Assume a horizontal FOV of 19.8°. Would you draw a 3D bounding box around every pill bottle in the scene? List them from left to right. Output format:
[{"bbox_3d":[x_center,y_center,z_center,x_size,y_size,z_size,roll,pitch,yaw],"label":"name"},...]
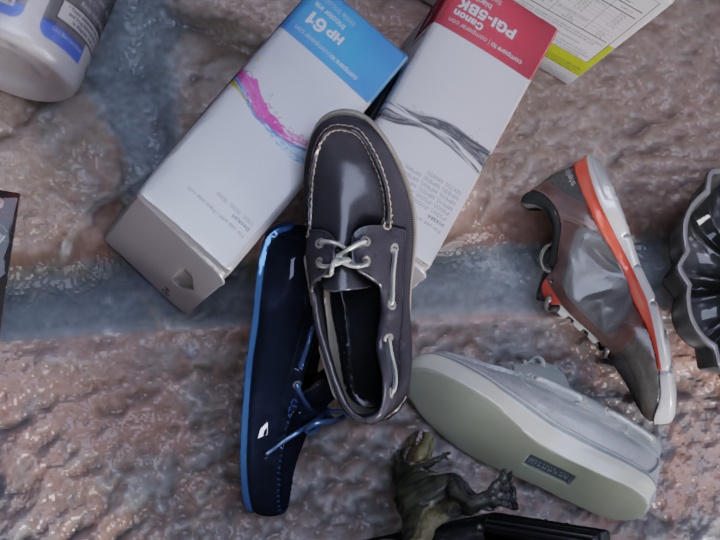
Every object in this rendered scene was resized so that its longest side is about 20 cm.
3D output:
[{"bbox_3d":[-0.209,-0.228,1.404,0.113,0.114,0.202,24,72,-10],"label":"pill bottle"}]

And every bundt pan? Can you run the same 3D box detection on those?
[{"bbox_3d":[0.311,0.010,1.524,0.200,0.076,0.204,4,76,-16],"label":"bundt pan"}]

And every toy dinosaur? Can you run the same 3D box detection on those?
[{"bbox_3d":[0.058,0.151,1.362,0.087,0.200,0.048,-9,101,7],"label":"toy dinosaur"}]

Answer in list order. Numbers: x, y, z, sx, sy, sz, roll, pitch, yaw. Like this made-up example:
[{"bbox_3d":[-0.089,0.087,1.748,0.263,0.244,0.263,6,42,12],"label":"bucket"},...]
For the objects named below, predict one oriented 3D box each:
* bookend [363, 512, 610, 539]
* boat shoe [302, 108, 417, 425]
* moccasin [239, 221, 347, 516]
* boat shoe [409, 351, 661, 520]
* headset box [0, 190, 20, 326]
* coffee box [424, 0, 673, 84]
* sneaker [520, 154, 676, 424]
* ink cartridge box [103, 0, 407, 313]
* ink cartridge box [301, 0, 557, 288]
[{"bbox_3d":[0.040,0.225,1.327,0.198,0.199,0.093,-10,90,-17],"label":"bookend"},{"bbox_3d":[0.000,0.000,1.303,0.072,0.063,0.202,-4,100,8],"label":"boat shoe"},{"bbox_3d":[-0.041,0.072,1.370,0.067,0.081,0.202,7,109,4],"label":"moccasin"},{"bbox_3d":[0.124,0.103,1.461,0.200,0.070,0.072,29,52,-7],"label":"boat shoe"},{"bbox_3d":[-0.310,0.041,1.335,0.147,0.077,0.202,10,74,-14],"label":"headset box"},{"bbox_3d":[0.140,-0.289,1.475,0.199,0.198,0.201,29,71,-8],"label":"coffee box"},{"bbox_3d":[0.172,0.022,1.497,0.081,0.077,0.202,-20,82,8],"label":"sneaker"},{"bbox_3d":[-0.074,-0.080,1.394,0.084,0.144,0.201,39,70,-5],"label":"ink cartridge box"},{"bbox_3d":[0.040,-0.086,1.428,0.082,0.147,0.201,31,70,-6],"label":"ink cartridge box"}]
